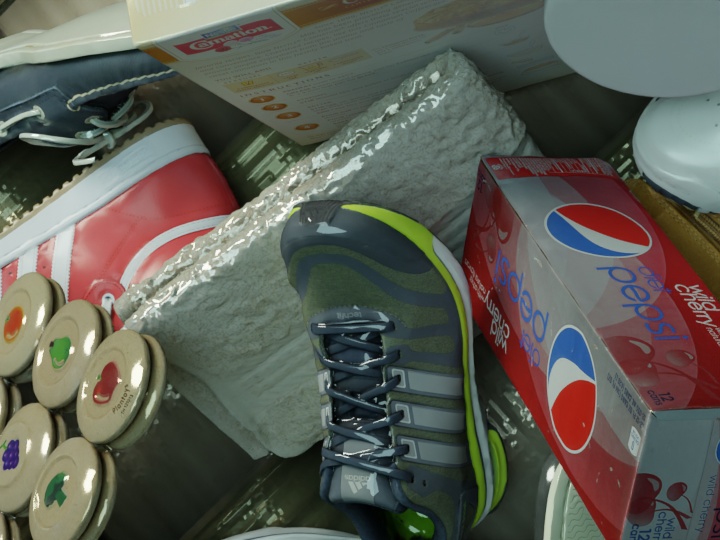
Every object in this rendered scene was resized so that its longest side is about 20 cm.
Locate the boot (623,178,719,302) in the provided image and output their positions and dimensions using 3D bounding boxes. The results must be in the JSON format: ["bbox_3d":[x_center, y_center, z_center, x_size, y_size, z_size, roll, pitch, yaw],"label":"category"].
[{"bbox_3d":[0.152,0.036,0.996,0.144,0.071,0.202,35,96,20],"label":"boot"}]

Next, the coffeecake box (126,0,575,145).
[{"bbox_3d":[0.005,-0.124,0.962,0.153,0.200,0.074,-14,78,16],"label":"coffeecake box"}]

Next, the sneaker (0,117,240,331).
[{"bbox_3d":[-0.133,0.030,1.073,0.200,0.071,0.113,-37,76,11],"label":"sneaker"}]

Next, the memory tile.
[{"bbox_3d":[-0.157,0.105,0.984,0.153,0.017,0.201,26,93,55],"label":"memory tile"}]

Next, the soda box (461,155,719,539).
[{"bbox_3d":[0.101,0.029,0.909,0.063,0.200,0.070,-1,121,-17],"label":"soda box"}]

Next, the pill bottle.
[{"bbox_3d":[0.132,-0.180,0.932,0.113,0.114,0.201,-2,58,16],"label":"pill bottle"}]

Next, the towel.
[{"bbox_3d":[0.000,0.000,1.002,0.200,0.133,0.035,-38,44,9],"label":"towel"}]

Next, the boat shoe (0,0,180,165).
[{"bbox_3d":[-0.137,-0.083,1.050,0.199,0.075,0.062,-9,105,40],"label":"boat shoe"}]

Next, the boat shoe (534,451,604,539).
[{"bbox_3d":[0.098,0.162,0.978,0.068,0.071,0.201,24,128,55],"label":"boat shoe"}]

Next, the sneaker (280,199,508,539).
[{"bbox_3d":[0.012,0.056,0.953,0.073,0.081,0.201,-2,129,26],"label":"sneaker"}]

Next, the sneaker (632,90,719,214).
[{"bbox_3d":[0.206,-0.097,0.919,0.198,0.130,0.080,-10,59,4],"label":"sneaker"}]

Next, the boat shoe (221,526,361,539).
[{"bbox_3d":[-0.010,0.154,1.038,0.199,0.065,0.074,-9,87,16],"label":"boat shoe"}]
